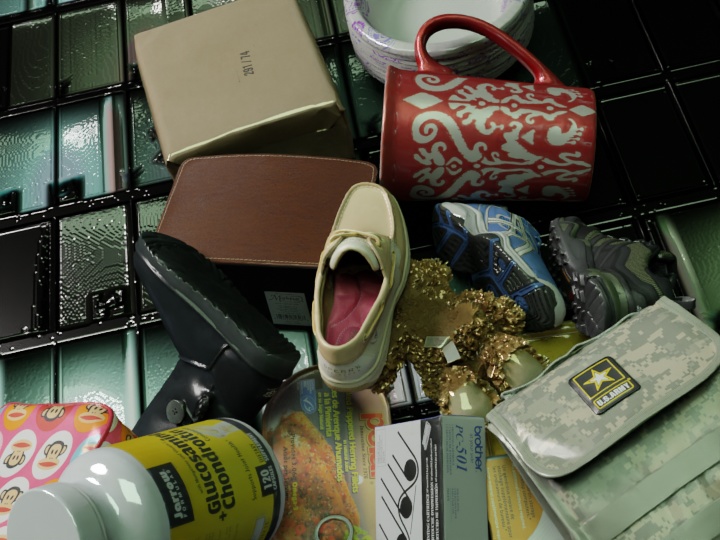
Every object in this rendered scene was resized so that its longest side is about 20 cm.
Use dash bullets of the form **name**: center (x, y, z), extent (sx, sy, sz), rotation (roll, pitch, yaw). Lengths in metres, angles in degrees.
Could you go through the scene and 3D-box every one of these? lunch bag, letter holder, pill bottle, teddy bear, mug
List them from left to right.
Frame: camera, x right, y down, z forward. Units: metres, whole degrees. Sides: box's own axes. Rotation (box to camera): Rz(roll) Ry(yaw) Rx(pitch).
- **lunch bag**: center (-0.278, 0.198, 1.009), extent (0.199, 0.082, 0.177), rotation (-4, 46, 41)
- **pill bottle**: center (-0.157, 0.180, 0.910), extent (0.112, 0.112, 0.200), rotation (32, 22, 29)
- **letter holder**: center (-0.082, -0.029, 1.171), extent (0.199, 0.101, 0.143), rotation (2, 52, 12)
- **teddy bear**: center (0.075, 0.065, 1.036), extent (0.200, 0.067, 0.145), rotation (24, 65, 39)
- **mug**: center (0.122, -0.145, 1.172), extent (0.199, 0.178, 0.134), rotation (4, 24, 3)
- **lunch bag**: center (0.202, 0.132, 0.848), extent (0.164, 0.118, 0.200), rotation (-33, 69, -4)

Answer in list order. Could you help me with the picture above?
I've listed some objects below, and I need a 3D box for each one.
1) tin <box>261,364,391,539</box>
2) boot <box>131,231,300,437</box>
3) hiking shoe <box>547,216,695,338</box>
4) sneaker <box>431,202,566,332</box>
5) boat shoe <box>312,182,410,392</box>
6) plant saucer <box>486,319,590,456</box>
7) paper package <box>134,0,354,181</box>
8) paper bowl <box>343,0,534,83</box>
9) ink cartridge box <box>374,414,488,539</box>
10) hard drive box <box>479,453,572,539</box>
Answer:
- **tin**: center (-0.023, 0.170, 1.021), extent (0.111, 0.042, 0.201), rotation (-10, 51, 7)
- **boot**: center (-0.161, 0.085, 1.061), extent (0.200, 0.076, 0.168), rotation (42, 108, 24)
- **hiking shoe**: center (0.224, 0.005, 1.079), extent (0.100, 0.076, 0.200), rotation (-2, 23, -4)
- **sneaker**: center (0.137, -0.014, 1.114), extent (0.077, 0.076, 0.200), rotation (-12, 35, -19)
- **boat shoe**: center (0.000, 0.000, 1.024), extent (0.073, 0.069, 0.201), rotation (-1, 56, 10)
- **plant saucer**: center (0.168, 0.119, 1.044), extent (0.199, 0.049, 0.201), rotation (-9, 52, 4)
- **paper package**: center (-0.125, -0.180, 1.288), extent (0.190, 0.104, 0.201), rotation (-18, 53, -4)
- **paper bowl**: center (0.086, -0.268, 1.313), extent (0.200, 0.105, 0.201), rotation (-5, 53, 6)
- **ink cartridge box**: center (0.053, 0.214, 0.919), extent (0.044, 0.094, 0.201), rotation (8, 75, -31)
- **hard drive box**: center (0.198, 0.207, 0.926), extent (0.199, 0.077, 0.157), rotation (-10, 73, 3)
